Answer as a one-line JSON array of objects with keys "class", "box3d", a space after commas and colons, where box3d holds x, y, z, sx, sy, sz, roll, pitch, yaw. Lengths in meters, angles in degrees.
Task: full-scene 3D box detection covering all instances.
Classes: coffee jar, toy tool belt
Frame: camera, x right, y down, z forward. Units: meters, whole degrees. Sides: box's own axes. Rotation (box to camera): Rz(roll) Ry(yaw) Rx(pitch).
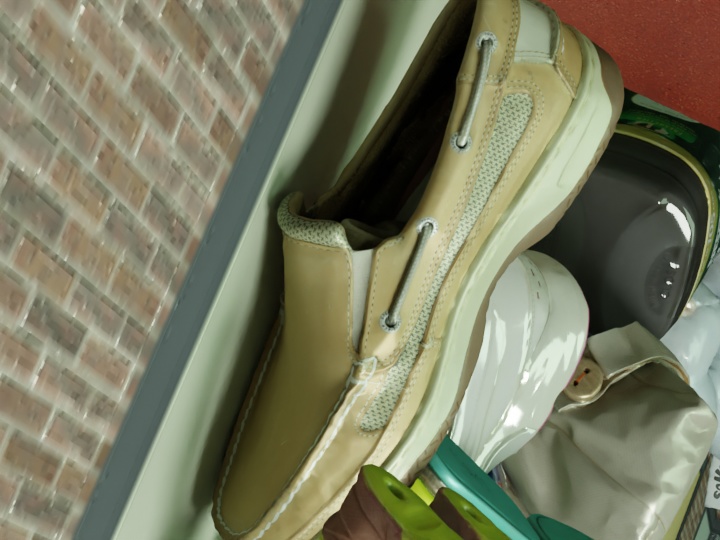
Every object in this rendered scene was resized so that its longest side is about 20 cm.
[{"class": "coffee jar", "box3d": [0.144, -0.039, 1.045, 0.200, 0.085, 0.104, -45, 151, -57]}, {"class": "toy tool belt", "box3d": [0.090, 0.084, 0.976, 0.125, 0.123, 0.200, -59, 170, -14]}]

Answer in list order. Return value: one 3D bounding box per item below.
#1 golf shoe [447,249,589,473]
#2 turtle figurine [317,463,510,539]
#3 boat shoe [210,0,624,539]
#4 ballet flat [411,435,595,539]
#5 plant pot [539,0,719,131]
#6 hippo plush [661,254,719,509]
[{"class": "golf shoe", "box3d": [0.009, 0.075, 0.785, 0.091, 0.075, 0.200, 28, 85, -51]}, {"class": "turtle figurine", "box3d": [-0.018, 0.137, 0.649, 0.161, 0.064, 0.200, -50, 135, 9]}, {"class": "boat shoe", "box3d": [0.000, 0.000, 0.661, 0.076, 0.072, 0.200, 29, 89, -40]}, {"class": "ballet flat", "box3d": [0.050, 0.114, 0.755, 0.067, 0.067, 0.200, -44, 130, 10]}, {"class": "plant pot", "box3d": [0.151, -0.155, 0.755, 0.200, 0.200, 0.176, -62, 173, -28]}, {"class": "hippo plush", "box3d": [0.179, 0.059, 1.261, 0.161, 0.159, 0.200, -6, 106, -42]}]
